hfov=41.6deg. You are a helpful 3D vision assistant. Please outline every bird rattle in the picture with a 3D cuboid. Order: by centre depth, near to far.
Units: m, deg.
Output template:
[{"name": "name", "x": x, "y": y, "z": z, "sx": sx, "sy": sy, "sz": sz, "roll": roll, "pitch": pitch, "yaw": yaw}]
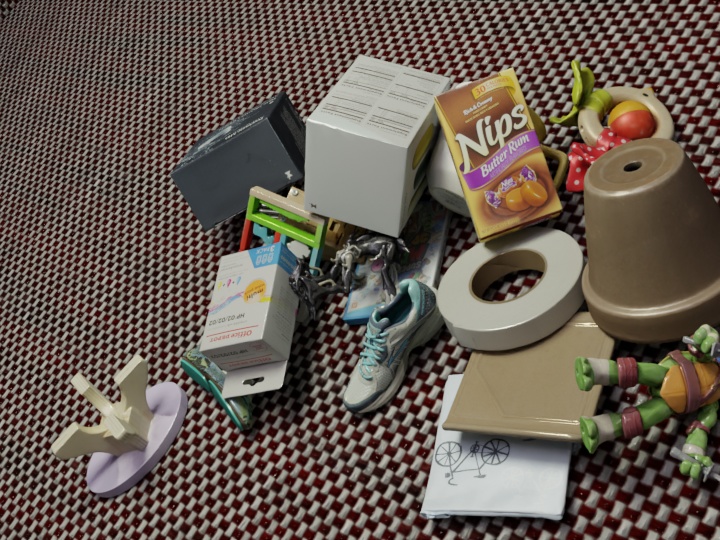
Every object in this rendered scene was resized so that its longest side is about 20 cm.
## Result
[{"name": "bird rattle", "x": 0.343, "y": -0.193, "z": 1.272, "sx": 0.160, "sy": 0.114, "sz": 0.202, "roll": -7, "pitch": 46, "yaw": -5}]

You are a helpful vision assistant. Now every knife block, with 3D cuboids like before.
[{"name": "knife block", "x": -0.078, "y": -0.056, "z": 1.503, "sx": 0.197, "sy": 0.176, "sz": 0.065, "roll": 23, "pitch": 73, "yaw": 4}]

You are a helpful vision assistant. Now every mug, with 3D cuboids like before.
[{"name": "mug", "x": 0.179, "y": -0.160, "z": 1.346, "sx": 0.185, "sy": 0.149, "sz": 0.155, "roll": 16, "pitch": 73, "yaw": 50}]

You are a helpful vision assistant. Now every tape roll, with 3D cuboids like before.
[{"name": "tape roll", "x": 0.194, "y": 0.020, "z": 1.221, "sx": 0.199, "sy": 0.037, "sz": 0.204, "roll": -20, "pitch": 32, "yaw": 13}]

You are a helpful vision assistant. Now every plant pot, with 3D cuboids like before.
[{"name": "plant pot", "x": 0.334, "y": -0.048, "z": 1.076, "sx": 0.197, "sy": 0.176, "sz": 0.201, "roll": -20, "pitch": 29, "yaw": 12}]

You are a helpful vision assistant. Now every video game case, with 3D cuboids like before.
[{"name": "video game case", "x": 0.057, "y": -0.014, "z": 1.401, "sx": 0.141, "sy": 0.018, "sz": 0.203, "roll": -7, "pitch": 52, "yaw": 31}]

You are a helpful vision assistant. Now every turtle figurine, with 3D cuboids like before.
[{"name": "turtle figurine", "x": 0.325, "y": 0.134, "z": 0.964, "sx": 0.190, "sy": 0.146, "sz": 0.202, "roll": -7, "pitch": 41, "yaw": 2}]

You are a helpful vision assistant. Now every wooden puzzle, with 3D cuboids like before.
[{"name": "wooden puzzle", "x": 0.209, "y": 0.125, "z": 1.135, "sx": 0.182, "sy": 0.038, "sz": 0.201, "roll": -2, "pitch": 43, "yaw": 36}]

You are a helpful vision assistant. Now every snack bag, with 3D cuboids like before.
[{"name": "snack bag", "x": 0.173, "y": 0.205, "z": 1.128, "sx": 0.186, "sy": 0.021, "sz": 0.203, "roll": -8, "pitch": 49, "yaw": 30}]

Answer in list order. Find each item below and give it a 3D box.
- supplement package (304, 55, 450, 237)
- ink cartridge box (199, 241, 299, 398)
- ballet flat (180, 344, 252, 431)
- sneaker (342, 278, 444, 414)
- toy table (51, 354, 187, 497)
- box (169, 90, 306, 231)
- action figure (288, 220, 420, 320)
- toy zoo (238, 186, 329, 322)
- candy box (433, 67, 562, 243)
[{"name": "supplement package", "x": 0.025, "y": -0.181, "z": 1.360, "sx": 0.148, "sy": 0.154, "sz": 0.201, "roll": 17, "pitch": 42, "yaw": 14}, {"name": "ink cartridge box", "x": -0.155, "y": 0.070, "z": 1.343, "sx": 0.113, "sy": 0.068, "sz": 0.203, "roll": -13, "pitch": 52, "yaw": 29}, {"name": "ballet flat", "x": -0.200, "y": 0.162, "z": 1.411, "sx": 0.074, "sy": 0.074, "sz": 0.199, "roll": -47, "pitch": 46, "yaw": -7}, {"name": "sneaker", "x": 0.029, "y": 0.095, "z": 1.271, "sx": 0.077, "sy": 0.086, "sz": 0.202, "roll": 32, "pitch": 87, "yaw": 45}, {"name": "toy table", "x": -0.365, "y": 0.232, "z": 1.434, "sx": 0.182, "sy": 0.117, "sz": 0.202, "roll": 16, "pitch": 65, "yaw": 43}, {"name": "box", "x": -0.193, "y": -0.189, "z": 1.605, "sx": 0.194, "sy": 0.119, "sz": 0.201, "roll": -27, "pitch": 19, "yaw": 14}, {"name": "action figure", "x": 0.000, "y": 0.000, "z": 1.349, "sx": 0.197, "sy": 0.104, "sz": 0.119, "roll": -23, "pitch": 29, "yaw": -20}, {"name": "toy zoo", "x": -0.124, "y": -0.010, "z": 1.425, "sx": 0.129, "sy": 0.203, "sz": 0.020, "roll": 23, "pitch": 26, "yaw": 18}, {"name": "candy box", "x": 0.181, "y": -0.152, "z": 1.265, "sx": 0.115, "sy": 0.056, "sz": 0.204, "roll": -19, "pitch": 81, "yaw": 4}]
